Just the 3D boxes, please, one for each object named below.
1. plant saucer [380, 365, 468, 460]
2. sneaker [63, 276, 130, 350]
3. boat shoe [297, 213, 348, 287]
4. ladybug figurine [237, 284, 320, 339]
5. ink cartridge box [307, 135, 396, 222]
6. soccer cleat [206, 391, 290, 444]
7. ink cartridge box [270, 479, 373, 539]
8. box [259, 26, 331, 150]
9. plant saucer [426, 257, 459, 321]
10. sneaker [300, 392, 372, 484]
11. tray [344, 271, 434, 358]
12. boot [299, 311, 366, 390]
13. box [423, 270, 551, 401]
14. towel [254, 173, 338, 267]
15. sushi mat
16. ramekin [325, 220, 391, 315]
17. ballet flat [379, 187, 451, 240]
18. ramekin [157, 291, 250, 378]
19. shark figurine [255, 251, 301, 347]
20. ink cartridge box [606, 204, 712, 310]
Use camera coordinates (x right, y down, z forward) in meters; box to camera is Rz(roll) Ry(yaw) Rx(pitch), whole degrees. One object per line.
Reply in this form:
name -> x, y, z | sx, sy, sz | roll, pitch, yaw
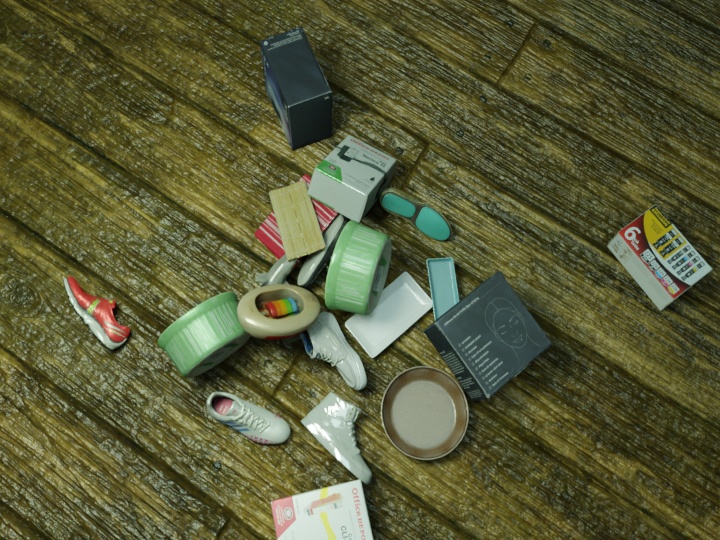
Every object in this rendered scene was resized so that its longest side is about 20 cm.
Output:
plant saucer -> 0.141, 0.317, 1.643 | 0.194, 0.037, 0.206 | 1, 70, -2
sneaker -> -0.600, 0.088, 1.692 | 0.084, 0.077, 0.201 | -39, 86, -20
boat shoe -> -0.080, -0.039, 1.751 | 0.060, 0.073, 0.203 | 39, 65, -26
ladybug figurine -> -0.175, 0.095, 1.595 | 0.196, 0.073, 0.137 | -8, 46, -32
ink cartridge box -> -0.016, -0.223, 1.765 | 0.144, 0.084, 0.201 | 27, 39, 7
soccer cleat -> -0.247, 0.321, 1.603 | 0.195, 0.087, 0.071 | 21, 70, 6
ink cartridge box -> -0.076, 0.529, 1.532 | 0.194, 0.084, 0.149 | -12, 70, -6
box -> -0.158, -0.444, 1.826 | 0.121, 0.201, 0.202 | -22, 71, -10
plant saucer -> 0.196, 0.072, 1.727 | 0.068, 0.019, 0.206 | -3, 78, -16
sneaker -> -0.024, 0.355, 1.604 | 0.199, 0.074, 0.116 | 43, 77, 14
tray -> 0.068, 0.104, 1.727 | 0.199, 0.022, 0.108 | -39, 76, -14
boot -> -0.070, 0.189, 1.650 | 0.094, 0.074, 0.202 | -13, 59, -37
box -> 0.280, 0.148, 1.647 | 0.198, 0.124, 0.199 | -35, 85, -15
towel -> -0.148, -0.117, 1.771 | 0.144, 0.023, 0.201 | 39, 85, 23
sushi mat -> -0.149, -0.118, 1.732 | 0.093, 0.012, 0.204 | -16, 61, -5
ramekin -> 0.000, 0.000, 1.654 | 0.095, 0.201, 0.204 | 16, 69, 12
ballet flat -> 0.135, -0.142, 1.794 | 0.196, 0.071, 0.072 | 28, 70, -9
ramekin -> -0.331, 0.145, 1.611 | 0.198, 0.200, 0.099 | -34, 81, -13
shark figurine -> -0.201, 0.069, 1.690 | 0.125, 0.089, 0.221 | -6, 81, 21
ink cartridge box -> 0.726, -0.044, 1.768 | 0.173, 0.084, 0.202 | -33, 73, -13
